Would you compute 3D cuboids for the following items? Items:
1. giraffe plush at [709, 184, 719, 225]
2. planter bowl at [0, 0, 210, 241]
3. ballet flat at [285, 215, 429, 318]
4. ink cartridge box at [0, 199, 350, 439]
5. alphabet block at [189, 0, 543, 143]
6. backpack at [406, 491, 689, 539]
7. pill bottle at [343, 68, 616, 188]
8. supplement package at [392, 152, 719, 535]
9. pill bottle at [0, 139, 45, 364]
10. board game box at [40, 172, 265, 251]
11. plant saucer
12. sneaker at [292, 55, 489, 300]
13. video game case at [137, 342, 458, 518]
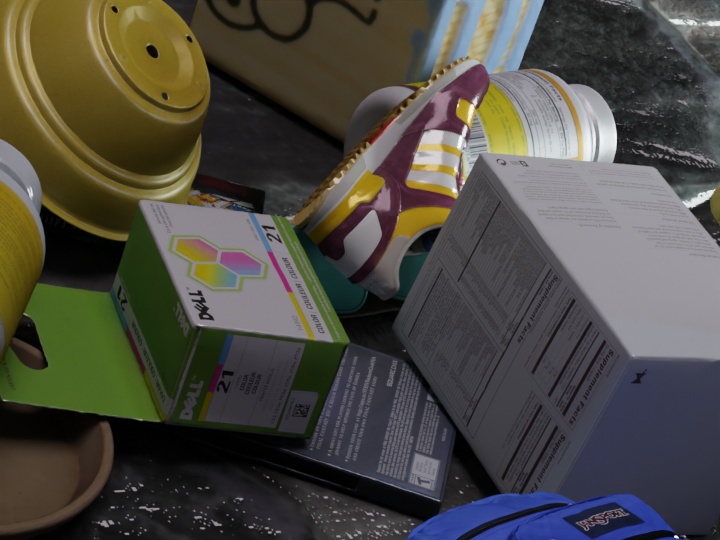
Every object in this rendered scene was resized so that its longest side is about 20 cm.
[{"bbox_3d":[0.269,0.029,1.707,0.172,0.163,0.200,28,31,13],"label":"giraffe plush"},{"bbox_3d":[-0.159,-0.126,1.660,0.200,0.083,0.201,33,41,-33],"label":"planter bowl"},{"bbox_3d":[0.000,0.000,1.721,0.199,0.068,0.062,8,5,-25],"label":"ballet flat"},{"bbox_3d":[-0.127,0.023,1.534,0.199,0.076,0.148,8,30,-25],"label":"ink cartridge box"},{"bbox_3d":[0.015,-0.225,1.944,0.200,0.196,0.196,33,31,19],"label":"alphabet block"},{"bbox_3d":[0.111,0.200,1.349,0.162,0.168,0.200,-6,34,-46],"label":"backpack"},{"bbox_3d":[0.092,-0.089,1.849,0.200,0.109,0.109,-10,41,-40],"label":"pill bottle"},{"bbox_3d":[0.149,0.047,1.603,0.151,0.151,0.200,3,38,-35],"label":"supplement package"},{"bbox_3d":[-0.245,0.002,1.456,0.112,0.112,0.200,18,32,-2],"label":"pill bottle"},{"bbox_3d":[-0.165,-0.048,1.725,0.199,0.024,0.105,15,32,-7],"label":"board game box"},{"bbox_3d":[-0.241,0.094,1.451,0.199,0.030,0.200,15,31,-9],"label":"plant saucer"},{"bbox_3d":[0.039,-0.061,1.691,0.090,0.075,0.200,47,55,-5],"label":"sneaker"},{"bbox_3d":[-0.036,0.081,1.597,0.199,0.019,0.143,18,30,-1],"label":"video game case"}]
